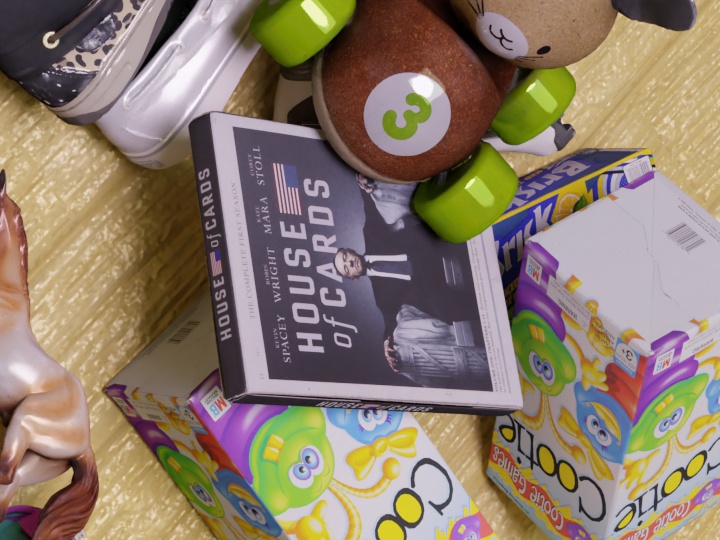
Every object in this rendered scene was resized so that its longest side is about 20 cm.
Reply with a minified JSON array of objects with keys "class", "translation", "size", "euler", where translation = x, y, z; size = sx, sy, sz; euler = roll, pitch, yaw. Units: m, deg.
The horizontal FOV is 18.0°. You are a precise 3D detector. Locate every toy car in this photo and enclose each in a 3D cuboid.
[{"class":"toy car","translation":[0.076,-0.133,1.170],"size":[0.164,0.200,0.158],"euler":[46,53,-19]}]

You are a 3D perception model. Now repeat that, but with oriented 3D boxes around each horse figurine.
[{"class":"horse figurine","translation":[-0.190,0.061,1.167],"size":[0.132,0.050,0.201],"euler":[-29,85,-42]}]

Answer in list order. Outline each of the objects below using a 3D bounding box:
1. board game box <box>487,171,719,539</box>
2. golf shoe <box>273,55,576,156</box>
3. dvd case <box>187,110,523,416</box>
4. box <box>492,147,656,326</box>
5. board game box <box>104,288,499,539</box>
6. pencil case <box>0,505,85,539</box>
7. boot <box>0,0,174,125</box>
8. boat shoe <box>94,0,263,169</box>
[{"class":"board game box","translation":[0.152,0.063,1.308],"size":[0.103,0.105,0.201],"euler":[-27,144,-28]},{"class":"golf shoe","translation":[0.032,-0.084,1.321],"size":[0.199,0.078,0.095],"euler":[14,101,-31]},{"class":"dvd case","translation":[0.000,0.000,1.208],"size":[0.199,0.025,0.151],"euler":[6,68,-43]},{"class":"box","translation":[0.088,-0.011,1.350],"size":[0.199,0.070,0.065],"euler":[-24,105,-30]},{"class":"board game box","translation":[-0.029,0.110,1.258],"size":[0.105,0.103,0.200],"euler":[-44,113,-23]},{"class":"pencil case","translation":[-0.128,0.212,1.208],"size":[0.092,0.085,0.200],"euler":[-42,116,8]},{"class":"boot","translation":[-0.151,-0.193,1.147],"size":[0.153,0.073,0.204],"euler":[29,86,-40]},{"class":"boat shoe","translation":[-0.088,-0.155,1.234],"size":[0.068,0.072,0.201],"euler":[39,80,-45]}]
